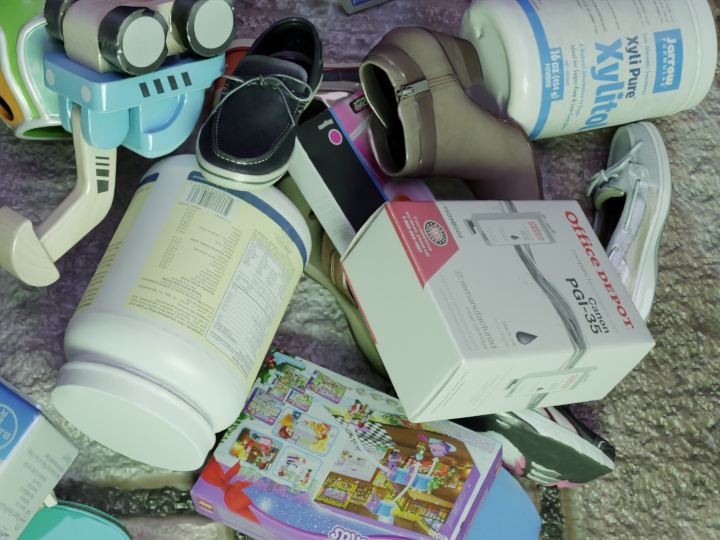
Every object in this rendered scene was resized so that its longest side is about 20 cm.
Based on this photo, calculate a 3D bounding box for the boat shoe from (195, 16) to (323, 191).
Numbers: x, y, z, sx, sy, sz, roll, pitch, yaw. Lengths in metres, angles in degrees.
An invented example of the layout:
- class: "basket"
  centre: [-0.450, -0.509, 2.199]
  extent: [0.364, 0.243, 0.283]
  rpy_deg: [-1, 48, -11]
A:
- class: "boat shoe"
  centre: [-0.072, -0.127, 1.152]
  extent: [0.074, 0.063, 0.201]
  rpy_deg: [16, 38, 6]

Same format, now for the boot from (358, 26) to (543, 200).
- class: "boot"
  centre: [0.068, -0.100, 1.238]
  extent: [0.146, 0.070, 0.202]
  rpy_deg: [-27, 94, -51]

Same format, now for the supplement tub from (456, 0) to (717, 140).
- class: "supplement tub"
  centre: [0.194, -0.188, 1.346]
  extent: [0.198, 0.132, 0.133]
  rpy_deg: [-12, 72, -19]

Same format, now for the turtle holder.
- class: "turtle holder"
  centre: [-0.225, -0.173, 1.228]
  extent: [0.185, 0.140, 0.133]
  rpy_deg: [2, 80, -54]

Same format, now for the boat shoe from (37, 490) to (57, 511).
- class: "boat shoe"
  centre: [-0.286, 0.107, 1.096]
  extent: [0.059, 0.072, 0.200]
  rpy_deg: [-35, 60, -17]

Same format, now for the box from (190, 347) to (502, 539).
- class: "box"
  centre: [-0.010, 0.156, 1.159]
  extent: [0.198, 0.039, 0.138]
  rpy_deg: [22, 62, 18]

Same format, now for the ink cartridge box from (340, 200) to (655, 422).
- class: "ink cartridge box"
  centre: [0.104, 0.025, 1.166]
  extent: [0.198, 0.083, 0.147]
  rpy_deg: [-3, 55, -37]

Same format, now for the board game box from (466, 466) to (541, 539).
- class: "board game box"
  centre: [0.049, 0.227, 1.184]
  extent: [0.156, 0.039, 0.202]
  rpy_deg: [19, 61, -4]

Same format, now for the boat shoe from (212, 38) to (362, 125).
- class: "boat shoe"
  centre: [-0.026, -0.139, 1.291]
  extent: [0.198, 0.071, 0.063]
  rpy_deg: [13, 55, -9]

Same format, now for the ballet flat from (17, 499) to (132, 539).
- class: "ballet flat"
  centre: [-0.259, 0.198, 1.091]
  extent: [0.198, 0.070, 0.068]
  rpy_deg: [4, 71, -18]

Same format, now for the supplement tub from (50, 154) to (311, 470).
- class: "supplement tub"
  centre: [-0.134, 0.032, 1.152]
  extent: [0.144, 0.145, 0.201]
  rpy_deg: [26, 64, -5]

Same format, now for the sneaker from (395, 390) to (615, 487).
- class: "sneaker"
  centre: [0.126, 0.099, 1.225]
  extent: [0.199, 0.080, 0.087]
  rpy_deg: [32, 57, -23]

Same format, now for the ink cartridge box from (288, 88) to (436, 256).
- class: "ink cartridge box"
  centre: [0.019, -0.039, 1.227]
  extent: [0.094, 0.037, 0.201]
  rpy_deg: [-35, 96, -41]

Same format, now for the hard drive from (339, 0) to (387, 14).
- class: "hard drive"
  centre: [0.046, -0.324, 1.415]
  extent: [0.198, 0.025, 0.133]
  rpy_deg: [-23, 77, -23]

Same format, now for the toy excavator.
- class: "toy excavator"
  centre: [-0.184, -0.104, 1.133]
  extent: [0.193, 0.202, 0.099]
  rpy_deg: [-22, 33, -38]

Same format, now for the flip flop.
- class: "flip flop"
  centre: [0.000, 0.000, 1.253]
  extent: [0.081, 0.058, 0.201]
  rpy_deg: [-27, 78, -24]

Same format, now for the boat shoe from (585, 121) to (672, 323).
- class: "boat shoe"
  centre: [0.220, -0.039, 1.328]
  extent: [0.064, 0.074, 0.204]
  rpy_deg: [16, 72, -14]

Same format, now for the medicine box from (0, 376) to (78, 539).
- class: "medicine box"
  centre: [-0.317, 0.136, 0.990]
  extent: [0.181, 0.103, 0.201]
  rpy_deg: [32, 75, 13]
